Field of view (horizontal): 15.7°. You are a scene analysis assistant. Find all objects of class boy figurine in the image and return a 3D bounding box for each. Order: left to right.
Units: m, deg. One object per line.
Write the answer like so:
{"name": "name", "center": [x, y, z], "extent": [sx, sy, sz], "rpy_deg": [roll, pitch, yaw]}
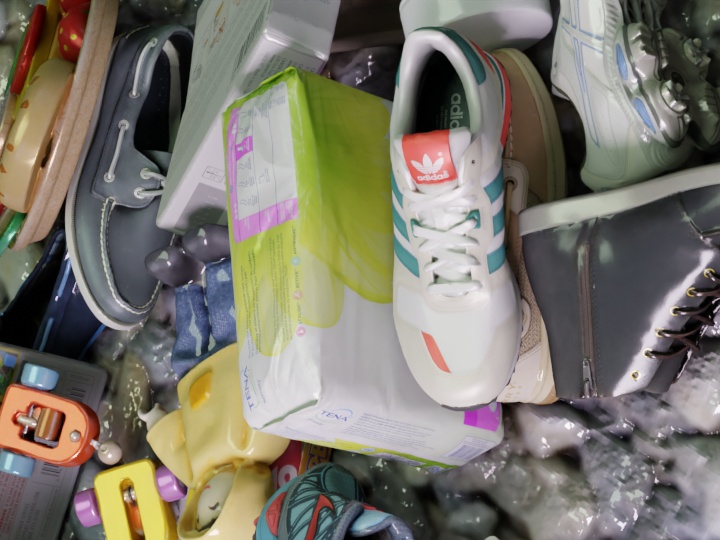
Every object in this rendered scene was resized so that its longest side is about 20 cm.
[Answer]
{"name": "boy figurine", "center": [-0.085, 0.080, 1.527], "extent": [0.124, 0.064, 0.201], "rpy_deg": [-24, 59, 37]}

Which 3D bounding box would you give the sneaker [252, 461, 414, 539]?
{"name": "sneaker", "center": [-0.003, 0.162, 1.413], "extent": [0.095, 0.079, 0.200], "rpy_deg": [-39, 21, 21]}

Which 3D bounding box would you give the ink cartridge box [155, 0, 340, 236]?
{"name": "ink cartridge box", "center": [-0.059, -0.140, 1.550], "extent": [0.200, 0.045, 0.177], "rpy_deg": [125, 159, -51]}

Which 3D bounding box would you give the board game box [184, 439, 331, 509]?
{"name": "board game box", "center": [-0.047, 0.060, 1.558], "extent": [0.095, 0.030, 0.201], "rpy_deg": [9, 83, 47]}

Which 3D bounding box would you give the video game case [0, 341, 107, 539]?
{"name": "video game case", "center": [-0.263, 0.139, 1.644], "extent": [0.023, 0.181, 0.201], "rpy_deg": [21, 94, 50]}

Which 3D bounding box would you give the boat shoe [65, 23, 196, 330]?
{"name": "boat shoe", "center": [-0.136, -0.063, 1.652], "extent": [0.062, 0.073, 0.201], "rpy_deg": [-16, 63, 47]}

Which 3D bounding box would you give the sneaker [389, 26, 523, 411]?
{"name": "sneaker", "center": [0.040, -0.031, 1.345], "extent": [0.070, 0.093, 0.201], "rpy_deg": [-4, 76, 18]}

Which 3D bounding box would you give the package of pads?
{"name": "package of pads", "center": [0.000, 0.000, 1.429], "extent": [0.068, 0.154, 0.201], "rpy_deg": [-24, 62, 39]}

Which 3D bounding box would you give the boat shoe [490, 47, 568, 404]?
{"name": "boat shoe", "center": [0.072, -0.028, 1.414], "extent": [0.071, 0.064, 0.201], "rpy_deg": [134, 134, -61]}

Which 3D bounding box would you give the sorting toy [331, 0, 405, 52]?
{"name": "sorting toy", "center": [-0.006, -0.230, 1.588], "extent": [0.185, 0.036, 0.201], "rpy_deg": [-2, 77, 46]}

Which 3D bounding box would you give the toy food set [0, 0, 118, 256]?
{"name": "toy food set", "center": [-0.205, -0.103, 1.695], "extent": [0.198, 0.048, 0.201], "rpy_deg": [126, 157, -58]}

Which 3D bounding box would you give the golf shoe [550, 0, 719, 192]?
{"name": "golf shoe", "center": [0.125, -0.135, 1.401], "extent": [0.097, 0.078, 0.201], "rpy_deg": [-38, 51, 41]}

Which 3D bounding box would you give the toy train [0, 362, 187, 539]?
{"name": "toy train", "center": [-0.180, 0.165, 1.616], "extent": [0.149, 0.056, 0.201], "rpy_deg": [9, 84, 18]}

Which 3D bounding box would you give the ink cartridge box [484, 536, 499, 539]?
{"name": "ink cartridge box", "center": [0.057, 0.244, 1.363], "extent": [0.117, 0.067, 0.200], "rpy_deg": [-49, 48, 26]}

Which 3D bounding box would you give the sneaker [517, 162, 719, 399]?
{"name": "sneaker", "center": [0.176, 0.003, 1.320], "extent": [0.199, 0.075, 0.107], "rpy_deg": [-13, 86, 39]}

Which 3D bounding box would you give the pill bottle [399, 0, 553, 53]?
{"name": "pill bottle", "center": [0.047, -0.220, 1.460], "extent": [0.112, 0.112, 0.201], "rpy_deg": [-24, 70, 40]}

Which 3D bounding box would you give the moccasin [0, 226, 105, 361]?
{"name": "moccasin", "center": [-0.223, 0.041, 1.713], "extent": [0.200, 0.068, 0.081], "rpy_deg": [-57, 46, 19]}
